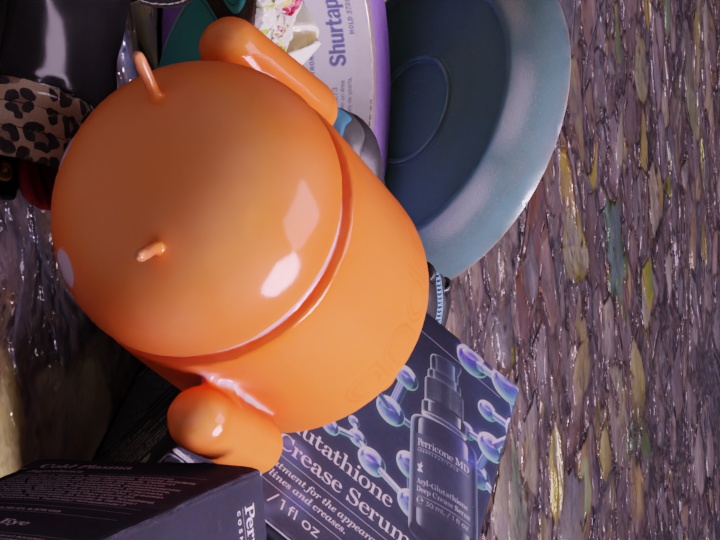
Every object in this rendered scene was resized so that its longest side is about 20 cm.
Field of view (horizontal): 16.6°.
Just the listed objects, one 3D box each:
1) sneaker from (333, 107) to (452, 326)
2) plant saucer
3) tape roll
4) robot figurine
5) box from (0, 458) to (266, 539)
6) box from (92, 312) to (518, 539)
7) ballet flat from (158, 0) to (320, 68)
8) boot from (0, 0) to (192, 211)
[{"bbox_3d":[0.000,0.000,1.214,0.082,0.073,0.201,-26,133,-28],"label":"sneaker"},{"bbox_3d":[0.035,-0.085,1.370,0.027,0.200,0.201,22,63,-37],"label":"plant saucer"},{"bbox_3d":[-0.040,-0.108,1.284,0.200,0.065,0.201,-2,90,-75],"label":"tape roll"},{"bbox_3d":[-0.045,-0.009,0.944,0.144,0.117,0.200,-51,152,-3],"label":"robot figurine"},{"bbox_3d":[-0.113,0.181,0.858,0.182,0.104,0.201,-19,107,-62],"label":"box"},{"bbox_3d":[-0.030,0.092,1.096,0.148,0.107,0.200,39,33,-13],"label":"box"},{"bbox_3d":[-0.042,-0.124,1.125,0.076,0.064,0.200,61,-34,30],"label":"ballet flat"},{"bbox_3d":[-0.114,-0.098,1.007,0.200,0.073,0.151,55,40,-76],"label":"boot"}]
